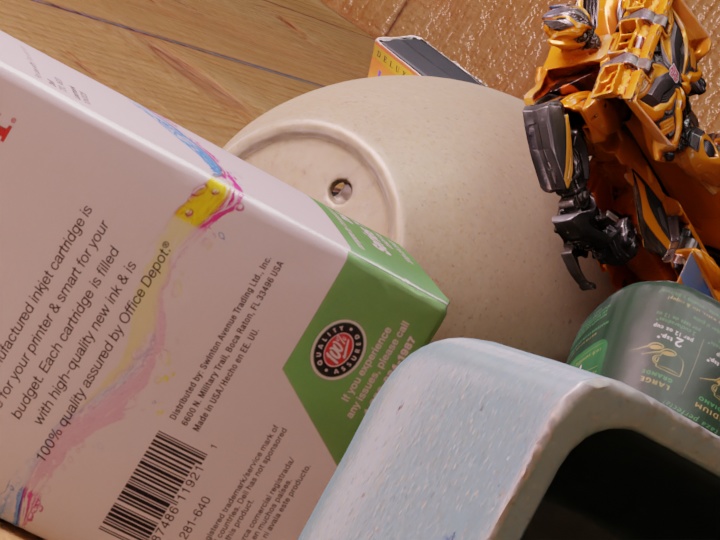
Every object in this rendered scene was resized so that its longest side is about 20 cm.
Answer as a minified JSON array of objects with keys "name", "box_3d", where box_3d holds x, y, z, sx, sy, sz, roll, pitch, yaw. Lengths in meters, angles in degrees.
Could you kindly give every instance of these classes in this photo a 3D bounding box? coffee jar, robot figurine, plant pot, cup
[{"name":"coffee jar","box_3d":[0.107,0.107,1.130,0.104,0.085,0.200,33,52,-7]},{"name":"robot figurine","box_3d":[0.134,-0.037,1.222,0.058,0.145,0.200,-9,-50,32]},{"name":"plant pot","box_3d":[0.057,0.132,0.831,0.196,0.197,0.200,28,2,-21]},{"name":"cup","box_3d":[0.000,0.000,1.224,0.200,0.200,0.143,37,5,27]}]

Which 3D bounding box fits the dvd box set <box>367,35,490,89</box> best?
[{"name":"dvd box set","box_3d":[0.037,0.007,1.377,0.029,0.200,0.146,-7,31,-34]}]

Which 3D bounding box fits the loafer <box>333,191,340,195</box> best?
[{"name":"loafer","box_3d":[0.007,-0.030,1.851,0.068,0.070,0.200,38,11,36]}]

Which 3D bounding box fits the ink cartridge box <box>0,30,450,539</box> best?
[{"name":"ink cartridge box","box_3d":[-0.094,0.017,1.033,0.200,0.145,0.084,28,9,-20]}]
